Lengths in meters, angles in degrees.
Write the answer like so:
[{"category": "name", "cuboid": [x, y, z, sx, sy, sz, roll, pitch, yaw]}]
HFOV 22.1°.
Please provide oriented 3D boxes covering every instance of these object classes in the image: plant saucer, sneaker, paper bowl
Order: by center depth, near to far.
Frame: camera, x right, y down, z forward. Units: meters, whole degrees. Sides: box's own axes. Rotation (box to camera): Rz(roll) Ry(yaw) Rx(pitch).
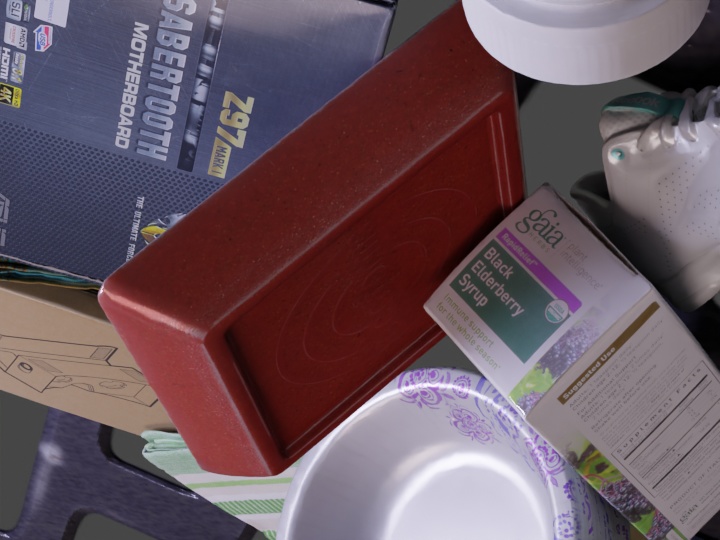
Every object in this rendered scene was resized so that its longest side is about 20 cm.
[{"category": "sneaker", "cuboid": [0.142, -0.050, 0.749, 0.088, 0.075, 0.200, 35, 151, 0]}, {"category": "plant saucer", "cuboid": [0.000, 0.000, 0.775, 0.037, 0.199, 0.200, 47, 168, 25]}, {"category": "paper bowl", "cuboid": [0.057, 0.161, 1.010, 0.199, 0.203, 0.104, -3, 163, 36]}]

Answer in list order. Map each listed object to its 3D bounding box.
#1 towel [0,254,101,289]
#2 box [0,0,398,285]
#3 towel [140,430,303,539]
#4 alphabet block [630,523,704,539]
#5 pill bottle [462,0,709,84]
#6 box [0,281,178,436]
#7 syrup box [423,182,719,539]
[{"category": "towel", "cuboid": [-0.171, -0.023, 0.900, 0.198, 0.022, 0.147, 7, -164, -25]}, {"category": "box", "cuboid": [-0.077, -0.071, 0.764, 0.156, 0.051, 0.201, 15, 136, -4]}, {"category": "towel", "cuboid": [-0.031, 0.150, 1.201, 0.152, 0.024, 0.200, -7, 145, 41]}, {"category": "alphabet block", "cuboid": [0.152, 0.282, 1.135, 0.195, 0.201, 0.196, 21, 150, 2]}, {"category": "pill bottle", "cuboid": [0.066, -0.157, 0.580, 0.108, 0.110, 0.201, 11, 148, 18]}, {"category": "box", "cuboid": [-0.173, 0.052, 1.125, 0.198, 0.021, 0.163, 19, 153, -18]}, {"category": "syrup box", "cuboid": [0.115, 0.051, 0.845, 0.079, 0.081, 0.200, 47, -177, 37]}]
